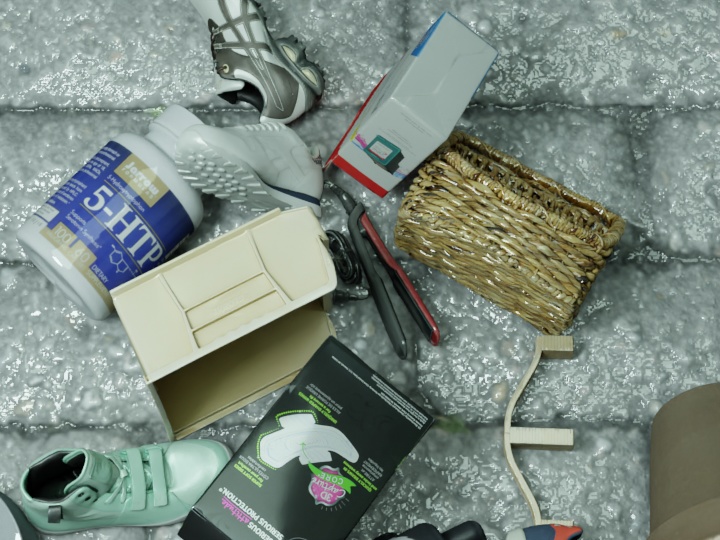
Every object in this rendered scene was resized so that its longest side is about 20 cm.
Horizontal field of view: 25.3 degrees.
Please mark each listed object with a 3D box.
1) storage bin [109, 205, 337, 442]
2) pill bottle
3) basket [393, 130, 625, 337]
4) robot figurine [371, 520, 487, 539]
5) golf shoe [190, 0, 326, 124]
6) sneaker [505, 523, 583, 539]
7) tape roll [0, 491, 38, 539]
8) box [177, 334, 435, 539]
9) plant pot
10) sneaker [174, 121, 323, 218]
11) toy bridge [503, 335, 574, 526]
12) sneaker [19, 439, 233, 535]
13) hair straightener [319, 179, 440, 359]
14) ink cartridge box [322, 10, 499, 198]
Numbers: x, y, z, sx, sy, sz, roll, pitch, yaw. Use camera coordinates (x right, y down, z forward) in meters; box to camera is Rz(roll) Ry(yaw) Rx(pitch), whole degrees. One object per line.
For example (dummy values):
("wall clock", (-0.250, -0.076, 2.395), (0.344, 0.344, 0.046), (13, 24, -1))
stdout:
("storage bin", (-0.114, 0.049, 1.465), (0.197, 0.200, 0.094), (-26, 71, -9))
("pill bottle", (-0.221, -0.061, 1.541), (0.120, 0.120, 0.200), (41, 76, 12))
("basket", (0.149, -0.057, 1.534), (0.199, 0.143, 0.150), (30, 74, 9))
("robot figurine", (0.035, 0.301, 1.418), (0.199, 0.150, 0.126), (-26, 85, -7))
("golf shoe", (-0.128, -0.227, 1.622), (0.094, 0.078, 0.200), (-42, 76, -13))
("sneaker", (0.190, 0.324, 1.435), (0.084, 0.075, 0.202), (-12, 78, 1))
("tape roll", (-0.388, 0.280, 1.441), (0.198, 0.066, 0.202), (-2, 73, 6))
("box", (-0.052, 0.186, 1.430), (0.124, 0.149, 0.200), (39, 68, 3))
("plant pot", (0.338, 0.200, 1.441), (0.198, 0.201, 0.176), (-5, 54, -3))
("sneaker", (-0.104, -0.108, 1.520), (0.076, 0.200, 0.081), (1, 76, 32))
("toy bridge", (0.169, 0.161, 1.521), (0.067, 0.027, 0.202), (2, 71, 2))
("sneaker", (-0.211, 0.191, 1.457), (0.199, 0.118, 0.074), (-14, 70, -7))
("hair straightener", (0.000, 0.000, 1.563), (0.076, 0.041, 0.201), (-24, 73, -14))
("ink cartridge box", (0.043, -0.149, 1.540), (0.067, 0.200, 0.117), (35, 64, -8))
